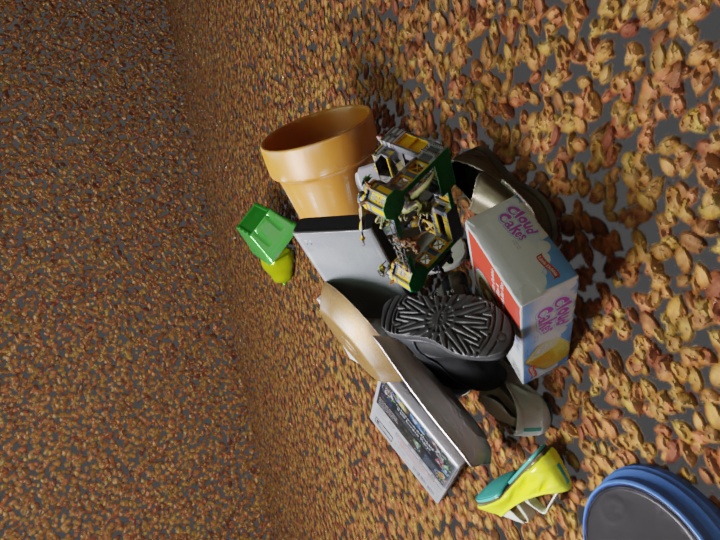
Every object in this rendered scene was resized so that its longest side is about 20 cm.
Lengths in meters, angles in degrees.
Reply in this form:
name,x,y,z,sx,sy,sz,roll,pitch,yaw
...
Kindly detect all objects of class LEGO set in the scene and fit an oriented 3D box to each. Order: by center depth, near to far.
name,x,y,z,sx,sy,sz,roll,pitch,yaw
LEGO set,0.049,-0.084,0.797,0.115,0.155,0.201,30,163,39

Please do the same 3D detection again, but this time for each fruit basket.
name,x,y,z,sx,sy,sz,roll,pitch,yaw
fruit basket,-0.234,-0.071,1.675,0.214,0.157,0.216,38,173,5

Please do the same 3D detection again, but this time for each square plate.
name,x,y,z,sx,sy,sz,roll,pitch,yaw
square plate,0.107,0.172,0.818,0.199,0.028,0.200,52,-176,24

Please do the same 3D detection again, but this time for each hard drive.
name,x,y,z,sx,sy,sz,roll,pitch,yaw
hard drive,0.000,0.000,0.919,0.136,0.034,0.202,0,139,32

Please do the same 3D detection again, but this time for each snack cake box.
name,x,y,z,sx,sy,sz,roll,pitch,yaw
snack cake box,0.179,0.028,0.680,0.202,0.066,0.117,65,179,-56

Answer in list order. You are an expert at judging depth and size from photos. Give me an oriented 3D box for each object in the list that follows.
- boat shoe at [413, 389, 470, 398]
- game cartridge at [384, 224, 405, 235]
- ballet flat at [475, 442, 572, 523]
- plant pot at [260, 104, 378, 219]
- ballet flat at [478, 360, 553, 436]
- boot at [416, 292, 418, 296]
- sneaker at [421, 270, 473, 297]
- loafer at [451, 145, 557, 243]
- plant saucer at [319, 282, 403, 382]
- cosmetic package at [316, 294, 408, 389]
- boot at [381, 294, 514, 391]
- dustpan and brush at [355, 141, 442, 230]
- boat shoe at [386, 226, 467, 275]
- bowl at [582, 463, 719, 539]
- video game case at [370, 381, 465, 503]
name,x,y,z,sx,sy,sz,roll,pitch,yaw
boat shoe,0.121,0.196,0.993,0.201,0.060,0.077,124,129,-60
game cartridge,0.054,-0.126,1.056,0.137,0.040,0.200,69,155,15
ballet flat,0.218,0.300,0.814,0.067,0.066,0.202,46,144,17
plant pot,-0.051,-0.156,1.037,0.200,0.196,0.188,36,148,58
ballet flat,0.179,0.153,0.834,0.200,0.067,0.072,-133,39,-53
boot,0.041,0.035,1.072,0.202,0.069,0.147,52,157,36
sneaker,0.104,0.059,0.818,0.200,0.111,0.079,53,-161,-77
loafer,0.168,-0.082,0.758,0.202,0.068,0.077,-123,32,-44
plant saucer,-0.005,0.108,0.955,0.201,0.035,0.201,47,168,13
cosmetic package,0.014,0.116,1.097,0.198,0.051,0.154,18,138,58
boot,0.132,0.101,0.723,0.161,0.067,0.200,12,157,38
dustpan and brush,0.072,-0.098,0.941,0.058,0.135,0.205,-110,4,-56
boat shoe,0.079,-0.021,0.947,0.195,0.071,0.073,-3,69,30
bowl,0.309,0.308,0.624,0.200,0.038,0.207,-140,45,-57
video game case,0.092,0.288,1.053,0.201,0.023,0.184,48,152,26
